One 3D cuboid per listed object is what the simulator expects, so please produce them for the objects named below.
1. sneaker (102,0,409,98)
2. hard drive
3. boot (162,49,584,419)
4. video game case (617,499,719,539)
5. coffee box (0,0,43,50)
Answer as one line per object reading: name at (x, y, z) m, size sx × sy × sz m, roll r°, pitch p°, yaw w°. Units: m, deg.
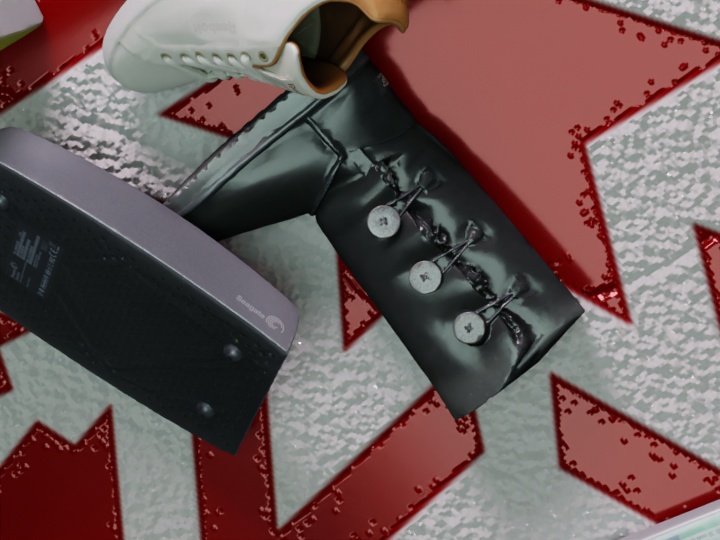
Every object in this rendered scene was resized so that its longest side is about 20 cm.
sneaker at (-0.058, -0.120, 1.202) m, size 0.200 × 0.073 × 0.085 m, roll -23°, pitch 65°, yaw 36°
hard drive at (-0.130, 0.009, 1.256) m, size 0.200 × 0.042 × 0.135 m, roll 33°, pitch 144°, yaw 3°
boot at (0.001, -0.001, 1.259) m, size 0.165 × 0.066 × 0.200 m, roll -39°, pitch 97°, yaw 16°
video game case at (0.224, 0.214, 1.282) m, size 0.200 × 0.023 × 0.183 m, roll -24°, pitch 97°, yaw 13°
coffee box at (-0.316, -0.161, 1.204) m, size 0.200 × 0.200 × 0.198 m, roll -26°, pitch 96°, yaw 13°
